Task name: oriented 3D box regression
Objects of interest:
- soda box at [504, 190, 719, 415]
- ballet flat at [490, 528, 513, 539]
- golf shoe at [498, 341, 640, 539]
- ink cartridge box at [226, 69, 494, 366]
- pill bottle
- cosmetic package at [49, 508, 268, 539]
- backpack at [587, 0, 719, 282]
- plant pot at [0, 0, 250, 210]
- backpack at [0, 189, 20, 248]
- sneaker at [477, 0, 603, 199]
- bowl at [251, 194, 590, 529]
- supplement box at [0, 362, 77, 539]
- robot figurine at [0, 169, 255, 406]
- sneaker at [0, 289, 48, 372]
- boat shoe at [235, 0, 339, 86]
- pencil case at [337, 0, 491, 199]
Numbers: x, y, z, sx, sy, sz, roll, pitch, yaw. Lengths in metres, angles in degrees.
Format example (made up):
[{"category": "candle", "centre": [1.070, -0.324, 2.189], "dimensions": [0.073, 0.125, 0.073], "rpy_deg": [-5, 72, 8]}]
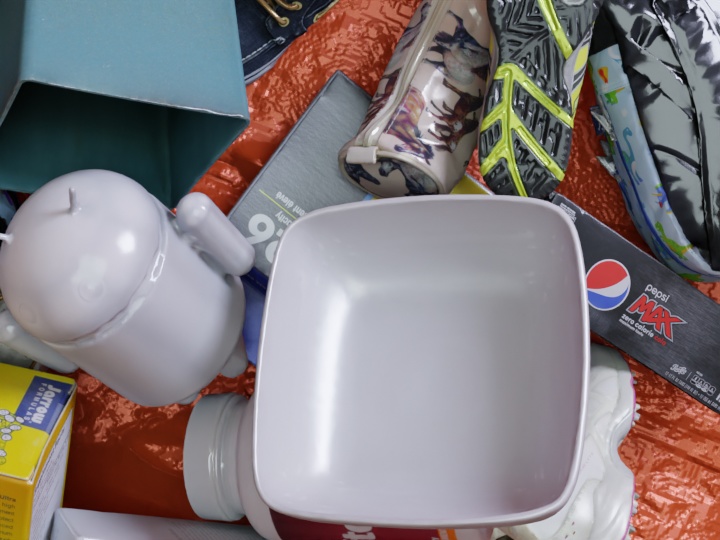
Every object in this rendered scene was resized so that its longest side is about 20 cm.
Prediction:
[{"category": "soda box", "centre": [0.179, 0.019, 0.922], "dimensions": [0.199, 0.071, 0.064], "rpy_deg": [33, 93, -19]}, {"category": "ballet flat", "centre": [0.071, 0.180, 0.955], "dimensions": [0.199, 0.062, 0.068], "rpy_deg": [-32, 96, 0]}, {"category": "golf shoe", "centre": [0.132, 0.109, 0.895], "dimensions": [0.090, 0.201, 0.076], "rpy_deg": [19, 126, -3]}, {"category": "ink cartridge box", "centre": [0.000, 0.000, 0.954], "dimensions": [0.197, 0.047, 0.201], "rpy_deg": [37, 89, -4]}, {"category": "pill bottle", "centre": [-0.011, 0.126, 0.912], "dimensions": [0.197, 0.113, 0.115], "rpy_deg": [-1, 93, 17]}, {"category": "cosmetic package", "centre": [-0.112, 0.223, 0.910], "dimensions": [0.198, 0.074, 0.103], "rpy_deg": [12, 92, -26]}, {"category": "backpack", "centre": [0.237, -0.092, 0.915], "dimensions": [0.161, 0.154, 0.202], "rpy_deg": [-19, 80, -15]}, {"category": "plant pot", "centre": [-0.165, -0.165, 0.869], "dimensions": [0.140, 0.141, 0.203], "rpy_deg": [6, 66, -27]}, {"category": "backpack", "centre": [-0.320, -0.057, 0.877], "dimensions": [0.134, 0.183, 0.201], "rpy_deg": [-33, 100, 19]}, {"category": "sneaker", "centre": [0.109, -0.145, 0.860], "dimensions": [0.074, 0.076, 0.203], "rpy_deg": [13, 96, 3]}, {"category": "bowl", "centre": [0.042, 0.060, 0.818], "dimensions": [0.197, 0.075, 0.202], "rpy_deg": [-2, 68, 17]}, {"category": "supplement box", "centre": [-0.258, 0.170, 0.885], "dimensions": [0.108, 0.109, 0.202], "rpy_deg": [12, 118, -2]}, {"category": "robot figurine", "centre": [-0.150, 0.012, 0.867], "dimensions": [0.169, 0.200, 0.114], "rpy_deg": [-32, 50, 11]}, {"category": "sneaker", "centre": [-0.206, 0.016, 0.929], "dimensions": [0.072, 0.085, 0.201], "rpy_deg": [34, 90, -1]}, {"category": "boat shoe", "centre": [-0.052, -0.196, 0.919], "dimensions": [0.200, 0.091, 0.071], "rpy_deg": [-41, 93, 1]}, {"category": "pencil case", "centre": [0.055, -0.136, 0.903], "dimensions": [0.089, 0.077, 0.202], "rpy_deg": [41, 67, -41]}]
